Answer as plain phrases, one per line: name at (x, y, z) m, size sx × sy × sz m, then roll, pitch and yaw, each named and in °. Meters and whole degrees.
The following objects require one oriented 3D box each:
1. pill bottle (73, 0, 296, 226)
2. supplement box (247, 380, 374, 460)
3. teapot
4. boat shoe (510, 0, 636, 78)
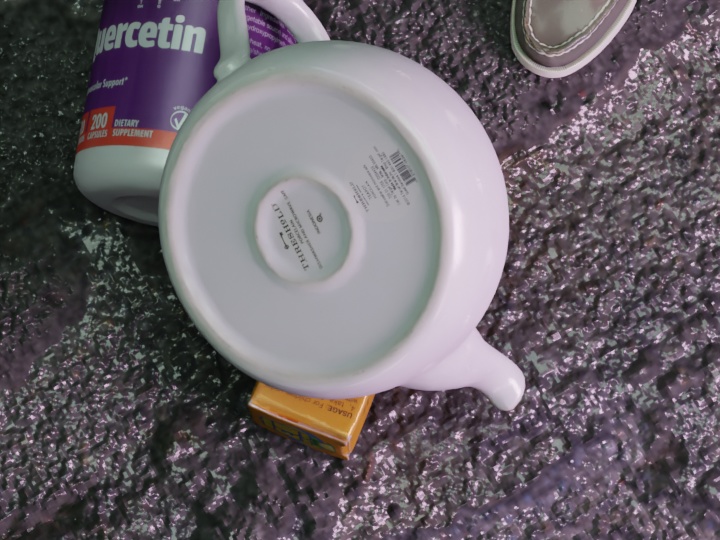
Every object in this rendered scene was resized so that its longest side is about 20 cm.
pill bottle at (-0.092, -0.129, 1.591) m, size 0.112 × 0.112 × 0.201 m, roll 8°, pitch 77°, yaw 2°
supplement box at (0.000, 0.000, 1.585) m, size 0.069 × 0.067 × 0.201 m, roll 18°, pitch 78°, yaw 5°
teapot at (-0.003, -0.035, 1.489) m, size 0.197 × 0.146 × 0.201 m, roll 16°, pitch 107°, yaw 20°
boat shoe at (0.144, -0.207, 1.632) m, size 0.072 × 0.060 × 0.202 m, roll 27°, pitch 79°, yaw 7°
